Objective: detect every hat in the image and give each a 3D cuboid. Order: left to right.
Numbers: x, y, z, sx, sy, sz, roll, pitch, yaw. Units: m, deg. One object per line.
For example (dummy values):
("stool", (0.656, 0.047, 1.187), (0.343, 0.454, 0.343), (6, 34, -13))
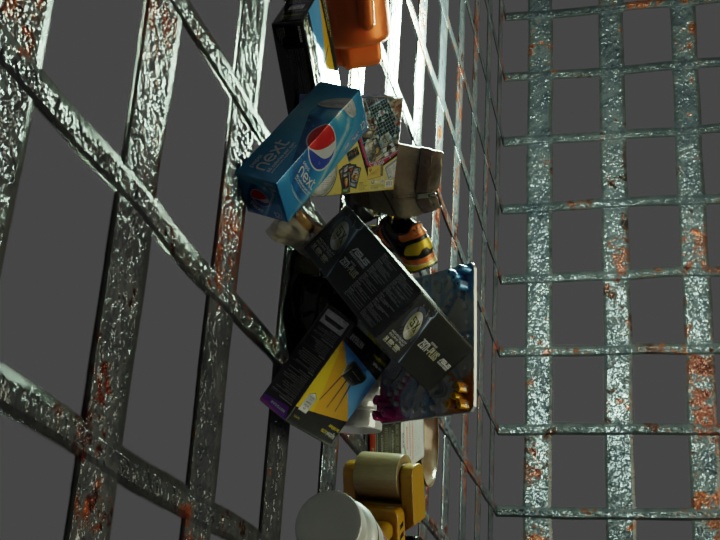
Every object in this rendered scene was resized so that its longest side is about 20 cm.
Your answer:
("hat", (-0.048, 0.064, 1.670), (0.200, 0.079, 0.205), (-2, 90, -77))

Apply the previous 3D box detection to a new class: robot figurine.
("robot figurine", (-0.015, -0.413, 1.809), (0.144, 0.115, 0.203), (-49, 137, -61))

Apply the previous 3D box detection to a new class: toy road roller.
("toy road roller", (0.022, 0.391, 1.838), (0.145, 0.121, 0.204), (-5, 94, -65))

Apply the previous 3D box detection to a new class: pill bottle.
("pill bottle", (-0.021, 0.391, 1.667), (0.201, 0.112, 0.116), (66, 26, -56))
("pill bottle", (-0.005, 0.138, 1.774), (0.111, 0.109, 0.204), (47, 43, -69))

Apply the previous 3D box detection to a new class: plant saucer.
("plant saucer", (0.126, 0.340, 2.421), (0.200, 0.036, 0.204), (-2, 90, -77))

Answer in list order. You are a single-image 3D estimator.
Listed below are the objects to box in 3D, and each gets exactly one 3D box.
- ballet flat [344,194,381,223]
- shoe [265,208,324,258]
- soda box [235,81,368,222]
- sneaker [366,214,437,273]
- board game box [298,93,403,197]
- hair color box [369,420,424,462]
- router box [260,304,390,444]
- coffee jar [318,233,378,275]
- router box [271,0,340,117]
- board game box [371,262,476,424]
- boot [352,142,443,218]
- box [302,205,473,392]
("ballet flat", (-0.004, -0.142, 1.902), (0.201, 0.072, 0.074), (67, 26, -55))
("shoe", (-0.085, -0.054, 1.614), (0.054, 0.070, 0.200), (-50, 167, 2))
("soda box", (-0.071, -0.154, 1.501), (0.201, 0.067, 0.065), (-52, 144, -34))
("sneaker", (0.056, -0.064, 1.952), (0.199, 0.069, 0.091), (27, -44, 56))
("board game box", (-0.016, -0.178, 1.667), (0.199, 0.034, 0.138), (-9, 110, -52))
("hair color box", (0.067, 0.295, 2.138), (0.200, 0.063, 0.113), (4, 85, -77))
("router box", (-0.042, 0.143, 1.575), (0.150, 0.051, 0.200), (-54, 158, -5))
("coffee jar", (0.000, 0.000, 1.826), (0.200, 0.102, 0.087), (49, 33, -69))
("router box", (-0.071, -0.282, 1.681), (0.150, 0.050, 0.203), (-72, 157, -57))
("board game box", (0.085, 0.104, 1.651), (0.026, 0.199, 0.204), (12, 72, -37))
("boot", (0.053, -0.169, 1.796), (0.071, 0.143, 0.202), (-79, 164, -51))
("box", (0.036, 0.036, 1.554), (0.200, 0.086, 0.164), (50, 3, 42))
